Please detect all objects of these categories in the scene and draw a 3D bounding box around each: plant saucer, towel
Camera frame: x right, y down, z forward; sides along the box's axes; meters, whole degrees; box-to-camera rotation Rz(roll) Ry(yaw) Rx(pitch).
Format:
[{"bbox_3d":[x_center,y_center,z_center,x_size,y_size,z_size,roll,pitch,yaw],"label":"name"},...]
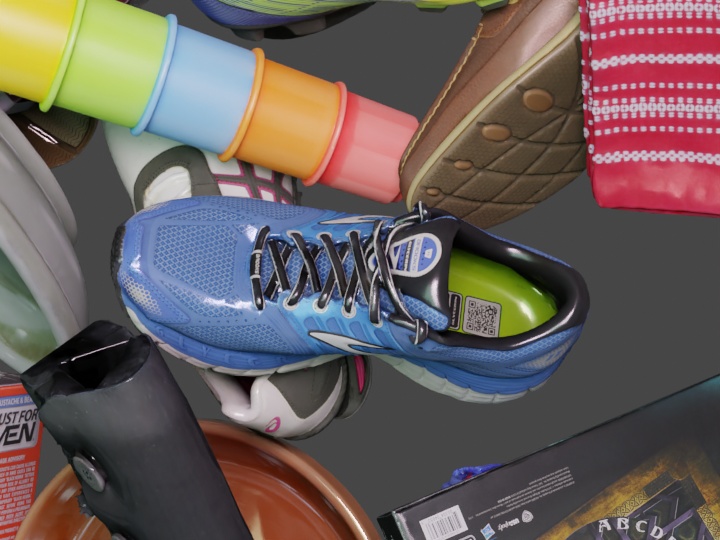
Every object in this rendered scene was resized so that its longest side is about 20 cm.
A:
[{"bbox_3d":[-0.071,0.167,0.904,0.199,0.032,0.202,1,92,20],"label":"plant saucer"},{"bbox_3d":[-0.177,-0.037,0.879,0.200,0.200,0.050,42,70,15],"label":"plant saucer"},{"bbox_3d":[0.146,-0.103,0.733,0.144,0.023,0.201,7,127,22],"label":"towel"}]

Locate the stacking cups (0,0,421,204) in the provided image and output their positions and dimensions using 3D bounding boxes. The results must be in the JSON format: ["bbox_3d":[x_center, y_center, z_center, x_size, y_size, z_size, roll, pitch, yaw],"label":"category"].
[{"bbox_3d":[-0.069,-0.073,0.834,0.199,0.061,0.061,19,99,-14],"label":"stacking cups"}]

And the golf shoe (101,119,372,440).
[{"bbox_3d":[-0.064,-0.020,0.869,0.077,0.088,0.201,-34,78,19],"label":"golf shoe"}]

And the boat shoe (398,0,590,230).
[{"bbox_3d":[0.086,-0.100,0.826,0.200,0.072,0.068,-48,47,13],"label":"boat shoe"}]

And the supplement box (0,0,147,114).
[{"bbox_3d":[-0.115,-0.173,0.871,0.200,0.061,0.109,-40,93,7],"label":"supplement box"}]

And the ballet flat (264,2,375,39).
[{"bbox_3d":[0.017,-0.178,0.863,0.066,0.057,0.200,36,109,-24],"label":"ballet flat"}]

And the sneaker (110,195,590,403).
[{"bbox_3d":[0.000,0.000,0.797,0.199,0.089,0.079,7,68,-15],"label":"sneaker"}]

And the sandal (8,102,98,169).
[{"bbox_3d":[-0.198,-0.128,0.939,0.080,0.054,0.200,-44,91,8],"label":"sandal"}]

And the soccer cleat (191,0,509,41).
[{"bbox_3d":[0.012,-0.144,0.792,0.199,0.084,0.065,-11,53,21],"label":"soccer cleat"}]

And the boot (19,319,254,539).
[{"bbox_3d":[-0.047,0.118,0.778,0.164,0.066,0.201,-2,114,53],"label":"boot"}]

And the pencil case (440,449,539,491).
[{"bbox_3d":[0.054,0.175,0.831,0.087,0.078,0.201,16,98,45],"label":"pencil case"}]

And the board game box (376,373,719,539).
[{"bbox_3d":[0.121,0.120,0.771,0.199,0.028,0.136,-20,83,-18],"label":"board game box"}]

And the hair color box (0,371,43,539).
[{"bbox_3d":[-0.220,0.143,0.943,0.110,0.064,0.201,8,93,21],"label":"hair color box"}]
